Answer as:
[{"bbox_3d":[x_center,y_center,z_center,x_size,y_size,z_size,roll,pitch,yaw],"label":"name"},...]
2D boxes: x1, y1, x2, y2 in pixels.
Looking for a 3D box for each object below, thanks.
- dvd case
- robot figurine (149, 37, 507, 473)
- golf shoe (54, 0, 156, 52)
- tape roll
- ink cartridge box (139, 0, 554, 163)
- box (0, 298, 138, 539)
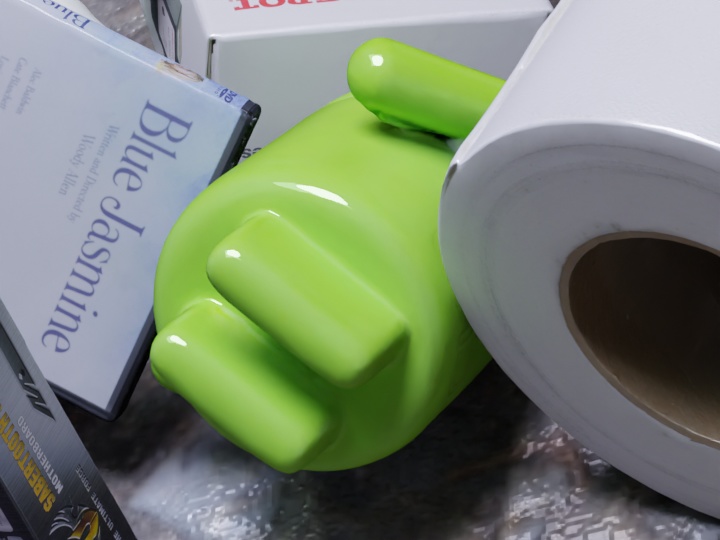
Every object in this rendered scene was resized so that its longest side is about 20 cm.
[{"bbox_3d":[-0.154,-0.045,1.089,0.200,0.143,0.018,27,21,2],"label":"dvd case"},{"bbox_3d":[0.000,0.000,1.053,0.116,0.175,0.200,37,30,7],"label":"robot figurine"},{"bbox_3d":[-0.091,-0.062,1.254,0.097,0.078,0.200,-15,43,-13],"label":"golf shoe"},{"bbox_3d":[0.145,-0.023,0.958,0.203,0.203,0.139,9,52,36],"label":"tape roll"},{"bbox_3d":[-0.013,-0.121,1.212,0.145,0.084,0.200,-6,37,-12],"label":"ink cartridge box"},{"bbox_3d":[-0.192,0.049,1.068,0.158,0.200,0.048,0,43,29],"label":"box"}]
